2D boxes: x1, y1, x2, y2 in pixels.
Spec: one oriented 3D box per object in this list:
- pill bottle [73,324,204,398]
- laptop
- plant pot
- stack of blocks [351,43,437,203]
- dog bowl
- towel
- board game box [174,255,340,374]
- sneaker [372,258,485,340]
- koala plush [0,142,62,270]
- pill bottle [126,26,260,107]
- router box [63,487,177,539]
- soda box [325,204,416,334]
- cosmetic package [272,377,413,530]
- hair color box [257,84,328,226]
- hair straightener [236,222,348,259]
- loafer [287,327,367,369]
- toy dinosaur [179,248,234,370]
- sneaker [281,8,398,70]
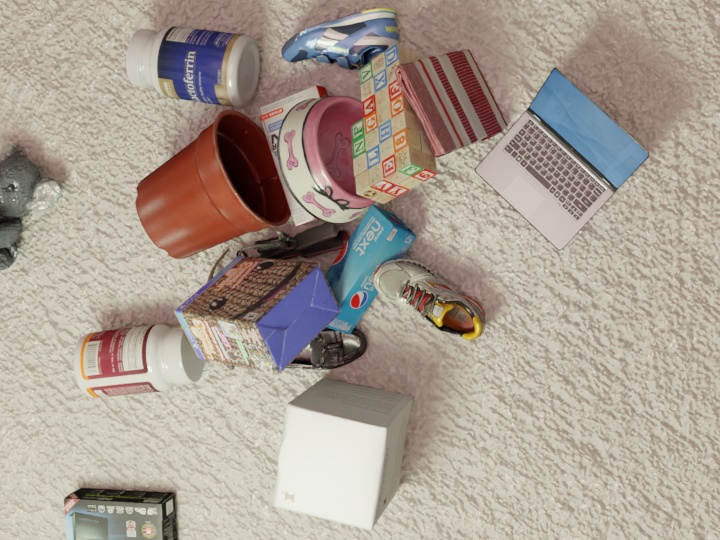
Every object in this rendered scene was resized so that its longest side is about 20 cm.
[{"bbox_3d":[-0.376,0.153,1.750,0.197,0.114,0.116,-7,94,15],"label":"pill bottle"},{"bbox_3d":[0.296,-0.162,1.539,0.187,0.116,0.200,44,104,7],"label":"laptop"},{"bbox_3d":[-0.246,-0.124,1.656,0.194,0.200,0.203,-25,89,23],"label":"plant pot"},{"bbox_3d":[0.044,-0.217,1.522,0.115,0.058,0.202,-26,60,42],"label":"stack of blocks"},{"bbox_3d":[-0.029,-0.177,1.575,0.073,0.199,0.202,-18,92,47],"label":"dog bowl"},{"bbox_3d":[0.138,-0.254,1.536,0.023,0.199,0.145,-26,90,40],"label":"towel"},{"bbox_3d":[-0.162,0.065,1.610,0.198,0.159,0.098,5,128,43],"label":"board game box"},{"bbox_3d":[0.112,0.045,1.608,0.198,0.082,0.079,26,101,-3],"label":"sneaker"},{"bbox_3d":[-0.630,-0.116,1.785,0.177,0.184,0.201,34,82,21],"label":"koala plush"},{"bbox_3d":[-0.273,-0.335,1.672,0.197,0.116,0.117,10,98,14],"label":"pill bottle"},{"bbox_3d":[-0.425,0.473,1.823,0.197,0.062,0.152,-1,97,15],"label":"router box"},{"bbox_3d":[0.000,0.000,1.648,0.201,0.064,0.068,-55,47,13],"label":"soda box"},{"bbox_3d":[-0.024,0.284,1.626,0.164,0.200,0.170,11,99,13],"label":"cosmetic package"},{"bbox_3d":[-0.081,-0.185,1.664,0.110,0.064,0.202,-19,92,15],"label":"hair color box"},{"bbox_3d":[-0.123,-0.050,1.687,0.198,0.077,0.041,-10,57,22],"label":"hair straightener"},{"bbox_3d":[-0.089,0.136,1.698,0.197,0.063,0.073,-7,94,15],"label":"loafer"},{"bbox_3d":[-0.255,0.075,1.728,0.060,0.106,0.203,-2,102,19],"label":"toy dinosaur"},{"bbox_3d":[-0.032,-0.355,1.628,0.198,0.074,0.083,-12,95,17],"label":"sneaker"}]
